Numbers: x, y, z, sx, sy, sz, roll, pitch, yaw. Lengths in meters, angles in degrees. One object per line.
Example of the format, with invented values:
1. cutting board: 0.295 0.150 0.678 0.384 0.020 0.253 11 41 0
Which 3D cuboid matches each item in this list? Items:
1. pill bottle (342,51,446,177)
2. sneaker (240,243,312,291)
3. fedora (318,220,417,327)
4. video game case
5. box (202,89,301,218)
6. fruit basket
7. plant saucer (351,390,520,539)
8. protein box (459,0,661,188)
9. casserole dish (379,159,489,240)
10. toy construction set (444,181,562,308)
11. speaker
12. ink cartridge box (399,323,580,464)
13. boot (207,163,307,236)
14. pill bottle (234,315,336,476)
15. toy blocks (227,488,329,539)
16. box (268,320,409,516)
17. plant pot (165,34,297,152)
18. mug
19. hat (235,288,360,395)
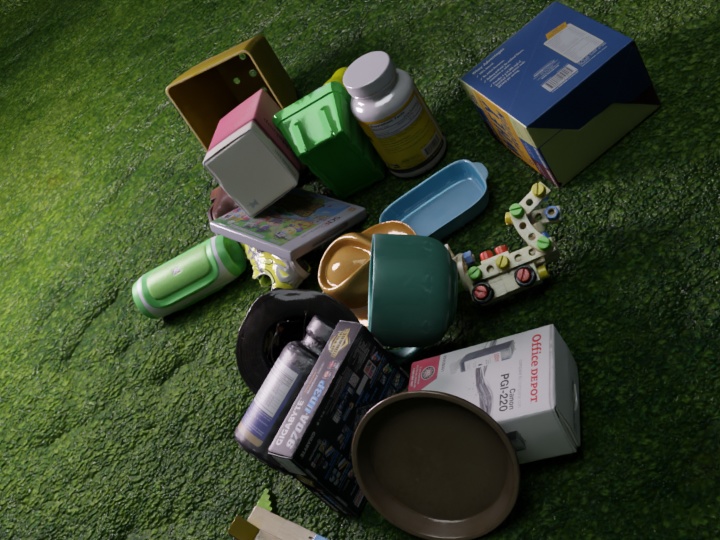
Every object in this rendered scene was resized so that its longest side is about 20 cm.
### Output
1. pill bottle: 0.054 -0.257 1.548 0.112 0.200 0.113 -20 43 19
2. sneaker: -0.162 -0.018 1.595 0.076 0.075 0.200 -51 36 -6
3. fedora: 0.000 0.000 1.409 0.200 0.082 0.201 -22 54 35
4. video game case: -0.122 -0.085 1.583 0.200 0.022 0.182 19 38 38
5. box: -0.178 -0.205 1.619 0.109 0.128 0.200 -33 25 17
6. fruit basket: -0.044 -0.255 1.624 0.155 0.216 0.216 -27 40 16
7. plant saucer: 0.087 0.224 1.089 0.200 0.201 0.029 -19 14 24
8. protein box: 0.298 -0.270 1.421 0.198 0.135 0.200 -39 39 1
9. casserole dish: 0.119 -0.094 1.472 0.200 0.039 0.121 -34 39 8
10. toy construction set: 0.193 -0.024 1.301 0.200 0.092 0.131 -28 68 30
11. speaker: -0.304 0.012 1.670 0.200 0.088 0.089 -27 40 15
12. ink cartridge box: 0.159 0.163 1.144 0.200 0.085 0.146 -17 35 23
13. boot: -0.183 -0.141 1.744 0.200 0.064 0.187 -26 43 10
14. pill bottle: -0.077 0.168 1.281 0.112 0.112 0.200 32 91 50
15. toy blocks: -0.107 0.389 1.158 0.136 0.100 0.200 15 62 33
16. box: -0.016 0.190 1.210 0.046 0.159 0.200 4 56 41
17. plant pot: -0.239 -0.363 1.903 0.200 0.200 0.177 -19 32 23
18. mug: 0.069 0.034 1.283 0.114 0.185 0.152 2 67 -1
19. hat: -0.078 0.115 1.384 0.200 0.201 0.081 -27 -4 14
